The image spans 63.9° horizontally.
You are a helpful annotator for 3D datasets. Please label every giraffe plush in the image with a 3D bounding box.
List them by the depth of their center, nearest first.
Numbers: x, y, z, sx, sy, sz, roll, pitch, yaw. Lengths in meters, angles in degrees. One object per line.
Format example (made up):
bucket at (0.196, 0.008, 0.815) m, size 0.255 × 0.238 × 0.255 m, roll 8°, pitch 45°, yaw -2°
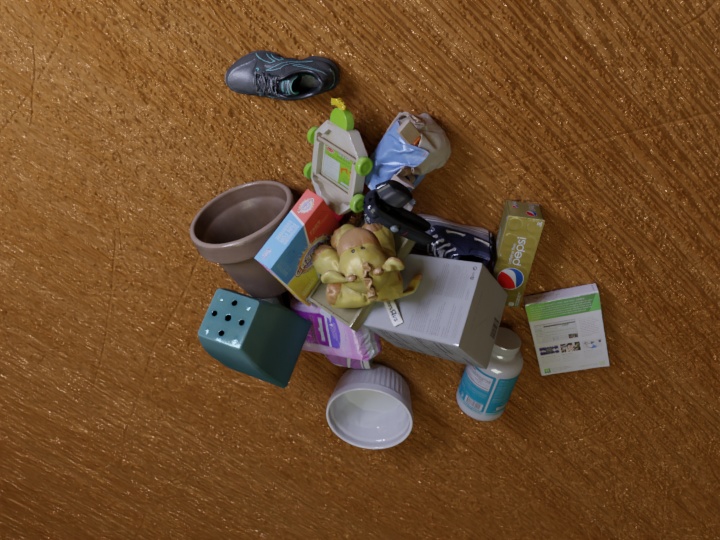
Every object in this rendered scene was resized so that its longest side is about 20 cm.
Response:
giraffe plush at (0.003, -0.005, 0.956) m, size 0.172 × 0.162 × 0.200 m, roll -40°, pitch 73°, yaw 0°

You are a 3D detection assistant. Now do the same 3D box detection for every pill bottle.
pill bottle at (0.281, 0.219, 1.239) m, size 0.110 × 0.111 × 0.201 m, roll 12°, pitch 125°, yaw 1°

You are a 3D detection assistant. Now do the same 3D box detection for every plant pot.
plant pot at (-0.206, 0.117, 1.082) m, size 0.141 × 0.142 × 0.200 m, roll 16°, pitch 164°, yaw 17°
plant pot at (-0.196, -0.046, 1.102) m, size 0.199 × 0.201 × 0.175 m, roll -8°, pitch 131°, yaw 15°

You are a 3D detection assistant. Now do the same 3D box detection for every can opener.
can opener at (0.070, -0.085, 0.974) m, size 0.078 × 0.064 × 0.200 m, roll -14°, pitch 153°, yaw 30°

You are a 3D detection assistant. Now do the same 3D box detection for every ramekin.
ramekin at (0.027, 0.310, 1.347) m, size 0.199 × 0.105 × 0.201 m, roll 5°, pitch 124°, yaw 7°

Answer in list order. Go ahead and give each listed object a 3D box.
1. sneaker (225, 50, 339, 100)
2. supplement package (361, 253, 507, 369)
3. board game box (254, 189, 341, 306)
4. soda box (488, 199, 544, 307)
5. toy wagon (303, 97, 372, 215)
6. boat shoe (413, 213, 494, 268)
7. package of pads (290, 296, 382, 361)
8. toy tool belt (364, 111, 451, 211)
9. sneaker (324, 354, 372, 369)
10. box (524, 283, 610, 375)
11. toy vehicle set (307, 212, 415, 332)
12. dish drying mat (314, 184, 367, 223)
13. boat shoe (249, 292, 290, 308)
sneaker at (-0.138, -0.324, 0.966) m, size 0.199 × 0.079 × 0.076 m, roll 0°, pitch 124°, yaw 11°
supplement package at (0.139, 0.071, 1.069) m, size 0.199 × 0.153 × 0.151 m, roll 9°, pitch 162°, yaw 35°
board game box at (-0.096, -0.034, 1.061) m, size 0.040 × 0.153 × 0.200 m, roll 32°, pitch 170°, yaw 25°
soda box at (0.289, -0.029, 1.099) m, size 0.067 × 0.064 × 0.201 m, roll 8°, pitch 124°, yaw 4°
toy wagon at (-0.036, -0.199, 1.005) m, size 0.155 × 0.039 × 0.201 m, roll 39°, pitch 133°, yaw 37°
boat shoe at (0.156, -0.049, 1.091) m, size 0.199 × 0.093 × 0.075 m, roll 7°, pitch 125°, yaw 5°
package of pads at (-0.052, 0.109, 1.179) m, size 0.199 × 0.075 × 0.121 m, roll 3°, pitch 105°, yaw 43°
toy tool belt at (0.056, -0.176, 0.997) m, size 0.125 × 0.123 × 0.200 m, roll 48°, pitch 124°, yaw 19°
sneaker at (-0.039, 0.140, 1.266) m, size 0.114 × 0.073 × 0.201 m, roll 2°, pitch 124°, yaw 12°
box at (0.430, 0.126, 1.199) m, size 0.144 × 0.036 × 0.201 m, roll -12°, pitch 122°, yaw 17°
toy vehicle set at (0.000, 0.000, 1.078) m, size 0.201 × 0.124 × 0.026 m, roll -56°, pitch 142°, yaw -3°
dish drying mat at (-0.068, -0.114, 1.131) m, size 0.077 × 0.018 × 0.200 m, roll 32°, pitch 123°, yaw -11°
boat shoe at (-0.192, 0.053, 1.238) m, size 0.074 × 0.062 × 0.201 m, roll -20°, pitch 104°, yaw 6°
